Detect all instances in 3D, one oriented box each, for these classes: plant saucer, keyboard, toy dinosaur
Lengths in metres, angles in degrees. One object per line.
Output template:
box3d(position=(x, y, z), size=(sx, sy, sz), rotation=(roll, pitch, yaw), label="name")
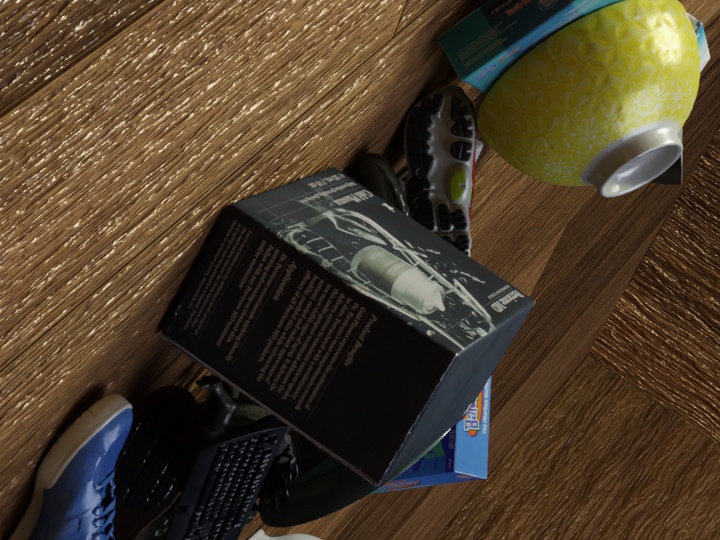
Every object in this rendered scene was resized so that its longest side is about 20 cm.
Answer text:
box3d(position=(-0.004, 0.142, 1.558), size=(0.200, 0.027, 0.200), rotation=(-30, -167, 8), label="plant saucer")
box3d(position=(-0.089, 0.174, 1.432), size=(0.104, 0.040, 0.200), rotation=(-22, 156, -27), label="keyboard")
box3d(position=(-0.085, 0.130, 1.506), size=(0.077, 0.200, 0.102), rotation=(-99, -166, -70), label="toy dinosaur")

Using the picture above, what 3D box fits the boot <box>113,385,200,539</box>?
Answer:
box3d(position=(-0.182, 0.167, 1.436), size=(0.200, 0.075, 0.097), rotation=(-61, -171, 7), label="boot")

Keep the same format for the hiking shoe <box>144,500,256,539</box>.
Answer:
box3d(position=(-0.160, 0.249, 1.671), size=(0.087, 0.074, 0.200), rotation=(-52, 166, 19), label="hiking shoe")

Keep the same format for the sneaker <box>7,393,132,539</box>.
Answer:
box3d(position=(-0.184, 0.191, 1.325), size=(0.200, 0.111, 0.077), rotation=(-58, 167, 15), label="sneaker")

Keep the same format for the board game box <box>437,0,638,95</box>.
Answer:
box3d(position=(0.170, -0.198, 1.577), size=(0.151, 0.047, 0.200), rotation=(-34, 161, 17), label="board game box")

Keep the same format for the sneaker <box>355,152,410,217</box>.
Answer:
box3d(position=(0.000, 0.000, 1.563), size=(0.076, 0.091, 0.200), rotation=(-106, -167, -66), label="sneaker")

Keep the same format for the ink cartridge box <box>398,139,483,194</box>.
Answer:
box3d(position=(0.036, -0.045, 1.719), size=(0.200, 0.039, 0.100), rotation=(-46, 165, -43), label="ink cartridge box")

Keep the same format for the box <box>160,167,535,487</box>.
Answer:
box3d(position=(-0.005, 0.035, 1.393), size=(0.124, 0.197, 0.200), rotation=(-59, 168, 21), label="box")

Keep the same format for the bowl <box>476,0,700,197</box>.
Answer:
box3d(position=(0.209, -0.127, 1.577), size=(0.200, 0.108, 0.200), rotation=(-25, 162, -9), label="bowl")

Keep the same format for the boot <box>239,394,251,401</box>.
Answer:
box3d(position=(-0.028, 0.125, 1.681), size=(0.166, 0.072, 0.200), rotation=(11, 112, -36), label="boot")

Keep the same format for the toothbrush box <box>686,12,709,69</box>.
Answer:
box3d(position=(0.248, -0.224, 1.795), size=(0.085, 0.146, 0.200), rotation=(-56, 169, 6), label="toothbrush box")

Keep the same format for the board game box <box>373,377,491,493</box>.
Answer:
box3d(position=(0.040, 0.128, 1.770), size=(0.200, 0.045, 0.152), rotation=(-17, -116, 49), label="board game box")

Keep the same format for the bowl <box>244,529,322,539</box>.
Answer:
box3d(position=(-0.099, 0.294, 1.669), size=(0.201, 0.090, 0.201), rotation=(-38, 177, -3), label="bowl")

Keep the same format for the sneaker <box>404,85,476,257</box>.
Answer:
box3d(position=(0.071, -0.061, 1.631), size=(0.085, 0.077, 0.200), rotation=(-42, 144, -72), label="sneaker")

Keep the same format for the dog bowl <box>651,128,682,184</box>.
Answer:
box3d(position=(0.225, -0.135, 1.855), size=(0.200, 0.200, 0.059), rotation=(12, 90, -77), label="dog bowl")
